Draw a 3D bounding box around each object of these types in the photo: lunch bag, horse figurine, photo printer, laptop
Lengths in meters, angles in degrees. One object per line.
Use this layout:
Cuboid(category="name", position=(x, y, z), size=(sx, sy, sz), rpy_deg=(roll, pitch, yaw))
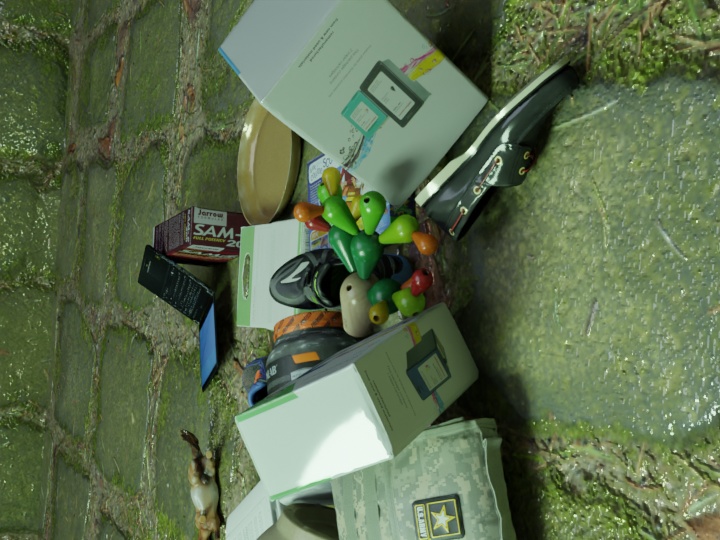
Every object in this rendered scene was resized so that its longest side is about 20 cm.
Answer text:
Cuboid(category="lunch bag", position=(0.065, 0.234, 0.888), size=(0.199, 0.116, 0.167), rpy_deg=(-32, 63, 51))
Cuboid(category="horse figurine", position=(-0.245, 0.348, 1.503), size=(0.133, 0.049, 0.204), rpy_deg=(138, 123, -74))
Cuboid(category="photo printer", position=(-0.117, 0.372, 1.254), size=(0.201, 0.068, 0.169), rpy_deg=(-52, 43, 47))
Cuboid(category="laptop", position=(-0.296, 0.081, 1.552), size=(0.104, 0.198, 0.177), rpy_deg=(-57, 4, -26))

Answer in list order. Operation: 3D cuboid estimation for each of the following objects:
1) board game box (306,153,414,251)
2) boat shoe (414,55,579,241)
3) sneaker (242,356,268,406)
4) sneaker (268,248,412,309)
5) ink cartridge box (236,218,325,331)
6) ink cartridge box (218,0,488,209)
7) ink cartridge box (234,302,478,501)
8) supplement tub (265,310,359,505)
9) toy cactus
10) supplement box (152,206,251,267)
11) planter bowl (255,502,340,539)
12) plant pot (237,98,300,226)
Cuboid(category="board game box", position=(-0.004, -0.089, 1.137), size=(0.199, 0.034, 0.138), rpy_deg=(-19, 70, 59))
Cuboid(category="boat shoe", position=(0.131, -0.107, 0.868), size=(0.063, 0.073, 0.202), rpy_deg=(47, 126, 7))
Cuboid(category="sneaker", position=(-0.117, 0.157, 1.272), size=(0.199, 0.077, 0.077), rpy_deg=(15, 99, 61))
Cuboid(category="sneaker", position=(-0.034, 0.008, 1.081), size=(0.197, 0.082, 0.072), rpy_deg=(-2, 86, 42))
Cuboid(category="ink cartridge box", position=(-0.108, 0.008, 1.305), size=(0.199, 0.047, 0.149), rpy_deg=(-2, 84, 62))
Cuboid(category="ink cartridge box", position=(-0.007, -0.192, 0.947), size=(0.147, 0.199, 0.147), rpy_deg=(-49, 39, 9))
Cuboid(category="ink cartridge box", position=(0.003, 0.116, 0.886), size=(0.144, 0.199, 0.089), rpy_deg=(-27, 88, 32))
Cuboid(category="supplement tub", position=(-0.044, 0.157, 1.091), size=(0.122, 0.120, 0.204), rpy_deg=(-38, 54, 54))
Cuboid(category="toy cactus", position=(0.000, 0.000, 0.945), size=(0.200, 0.101, 0.167), rpy_deg=(42, 141, 35))
Cuboid(category="supplement box", position=(-0.248, -0.050, 1.509), size=(0.199, 0.107, 0.062), rpy_deg=(-15, 72, 61))
Cuboid(category="planter bowl", position=(-0.043, 0.328, 1.006), size=(0.199, 0.197, 0.137), rpy_deg=(20, 95, 60))
Cuboid(category="plant pot", position=(-0.130, -0.162, 1.389), size=(0.199, 0.027, 0.205), rpy_deg=(-11, 78, 60))
